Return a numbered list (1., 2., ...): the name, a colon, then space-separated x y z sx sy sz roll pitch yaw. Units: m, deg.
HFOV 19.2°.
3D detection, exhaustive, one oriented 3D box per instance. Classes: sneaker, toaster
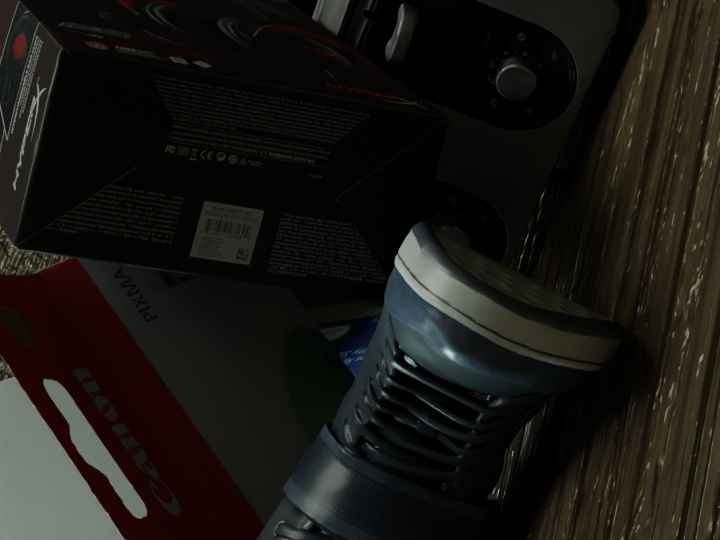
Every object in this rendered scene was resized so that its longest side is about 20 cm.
1. sneaker: 0.019 0.063 0.700 0.146 0.077 0.202 -61 -5 -2
2. toaster: 0.039 -0.103 0.934 0.200 0.118 0.181 -78 9 -56

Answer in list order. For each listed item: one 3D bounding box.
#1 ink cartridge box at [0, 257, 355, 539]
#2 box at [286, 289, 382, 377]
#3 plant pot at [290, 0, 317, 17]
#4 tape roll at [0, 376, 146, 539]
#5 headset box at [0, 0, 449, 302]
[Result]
1. ink cartridge box: -0.055 0.050 0.824 0.050 0.161 0.200 -39 -12 13
2. box: -0.050 0.055 1.029 0.200 0.121 0.032 -41 68 38
3. plant pot: -0.038 -0.155 1.815 0.200 0.186 0.187 63 -137 -76
4. tape roll: -0.115 0.147 0.950 0.203 0.202 0.139 115 144 -53
5. headset box: -0.077 -0.065 0.811 0.200 0.148 0.075 45 122 60
